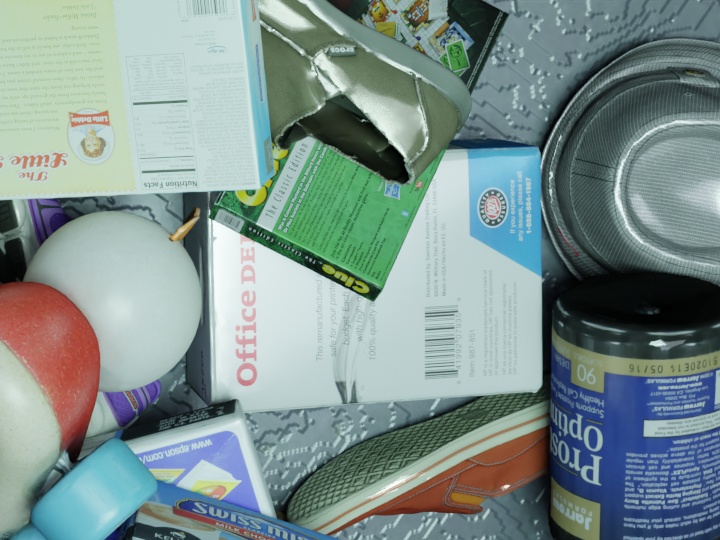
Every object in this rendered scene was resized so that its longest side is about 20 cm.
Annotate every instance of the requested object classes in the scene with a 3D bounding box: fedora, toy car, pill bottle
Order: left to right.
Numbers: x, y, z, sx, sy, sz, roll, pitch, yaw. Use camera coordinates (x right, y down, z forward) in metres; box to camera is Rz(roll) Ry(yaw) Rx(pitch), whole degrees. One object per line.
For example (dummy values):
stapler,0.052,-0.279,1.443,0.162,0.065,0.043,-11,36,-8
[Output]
toy car,-0.154,0.038,1.185,0.184,0.177,0.200,48,56,3
pill bottle,0.166,0.111,1.323,0.111,0.112,0.201,-6,109,-15
fedora,0.211,-0.049,1.370,0.199,0.090,0.178,16,94,-18

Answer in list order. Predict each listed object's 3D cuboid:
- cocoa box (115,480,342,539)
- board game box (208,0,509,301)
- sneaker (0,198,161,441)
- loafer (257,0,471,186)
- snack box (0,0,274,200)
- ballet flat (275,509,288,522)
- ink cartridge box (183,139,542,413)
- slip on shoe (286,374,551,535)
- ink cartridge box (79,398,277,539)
cocoa box,-0.091,0.235,1.191,0.133,0.131,0.201,19,104,-6
board game box,0.002,-0.089,1.269,0.105,0.023,0.200,28,62,-5
sneaker,-0.175,-0.001,1.289,0.083,0.080,0.201,-28,102,-40
loafer,-0.037,-0.107,1.211,0.199,0.075,0.070,24,63,-7
snack box,-0.150,-0.098,1.188,0.199,0.037,0.117,-2,106,12
ballet flat,-0.105,0.156,1.322,0.199,0.072,0.068,25,89,-18
ink cartridge box,0.000,0.000,1.321,0.199,0.084,0.146,-3,99,-16
slip on shoe,0.051,0.124,1.365,0.199,0.074,0.061,-20,107,-17
ink cartridge box,-0.133,0.191,1.268,0.197,0.043,0.201,-14,104,4
